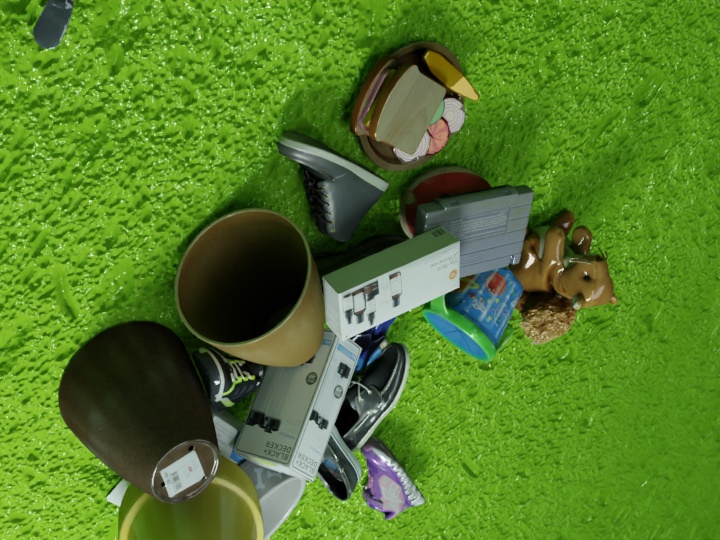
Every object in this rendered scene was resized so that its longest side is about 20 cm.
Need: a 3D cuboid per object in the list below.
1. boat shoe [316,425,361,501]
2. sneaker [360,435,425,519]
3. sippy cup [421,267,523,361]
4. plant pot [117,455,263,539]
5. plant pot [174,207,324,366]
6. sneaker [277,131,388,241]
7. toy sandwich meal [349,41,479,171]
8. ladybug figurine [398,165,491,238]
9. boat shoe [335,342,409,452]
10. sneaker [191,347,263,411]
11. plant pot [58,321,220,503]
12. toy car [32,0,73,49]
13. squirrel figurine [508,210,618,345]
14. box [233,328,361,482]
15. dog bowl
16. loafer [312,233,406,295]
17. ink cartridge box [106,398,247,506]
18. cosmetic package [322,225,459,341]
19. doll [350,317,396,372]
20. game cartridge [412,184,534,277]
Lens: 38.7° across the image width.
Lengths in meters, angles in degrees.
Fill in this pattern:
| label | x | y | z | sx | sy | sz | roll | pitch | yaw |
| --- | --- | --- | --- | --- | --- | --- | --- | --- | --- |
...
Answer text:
| label | x | y | z | sx | sy | sz | roll | pitch | yaw |
| --- | --- | --- | --- | --- | --- | --- | --- | --- | --- |
| boat shoe | -0.062 | 0.274 | 1.571 | 0.201 | 0.068 | 0.057 | 53 | 36 | -28 |
| sneaker | 0.039 | 0.360 | 1.738 | 0.088 | 0.081 | 0.201 | -35 | 135 | -4 |
| sippy cup | 0.187 | 0.053 | 1.628 | 0.131 | 0.139 | 0.178 | -52 | 167 | -12 |
| plant pot | -0.218 | 0.370 | 1.336 | 0.196 | 0.189 | 0.205 | -4 | 110 | -11 |
| plant pot | -0.120 | 0.049 | 1.357 | 0.186 | 0.186 | 0.200 | -44 | 149 | -6 |
| sneaker | -0.049 | -0.106 | 1.368 | 0.198 | 0.075 | 0.107 | 23 | 99 | -45 |
| toy sandwich meal | 0.078 | -0.219 | 1.402 | 0.202 | 0.070 | 0.208 | -20 | 127 | -28 |
| ladybug figurine | 0.141 | -0.084 | 1.537 | 0.198 | 0.072 | 0.138 | 8 | 112 | -41 |
| boat shoe | 0.009 | 0.198 | 1.610 | 0.067 | 0.072 | 0.202 | 22 | 107 | -41 |
| sneaker | -0.174 | 0.135 | 1.384 | 0.082 | 0.073 | 0.200 | -24 | 168 | -8 |
| plant pot | -0.263 | 0.198 | 1.305 | 0.184 | 0.200 | 0.190 | -20 | 128 | -27 |
| toy car | -0.280 | -0.320 | 1.013 | 0.199 | 0.158 | 0.164 | -40 | 123 | 6 |
| squirrel figurine | 0.330 | 0.023 | 1.672 | 0.140 | 0.186 | 0.203 | -3 | 119 | -37 |
| box | -0.088 | 0.182 | 1.443 | 0.060 | 0.115 | 0.203 | 39 | 66 | -46 |
| dog bowl | -0.161 | 0.354 | 1.534 | 0.200 | 0.058 | 0.201 | -42 | 158 | -21 |
| loafer | 0.000 | 0.000 | 1.484 | 0.197 | 0.063 | 0.073 | -15 | 126 | -31 |
| ink cartridge box | -0.252 | 0.288 | 1.464 | 0.201 | 0.068 | 0.116 | -49 | 135 | -1 |
| cosmetic package | 0.045 | 0.017 | 1.401 | 0.197 | 0.051 | 0.084 | -24 | 133 | -23 |
| doll | 0.001 | 0.102 | 1.545 | 0.135 | 0.049 | 0.202 | 3 | 129 | -45 |
| game cartridge | 0.160 | -0.054 | 1.496 | 0.197 | 0.038 | 0.132 | -12 | 121 | -30 |
